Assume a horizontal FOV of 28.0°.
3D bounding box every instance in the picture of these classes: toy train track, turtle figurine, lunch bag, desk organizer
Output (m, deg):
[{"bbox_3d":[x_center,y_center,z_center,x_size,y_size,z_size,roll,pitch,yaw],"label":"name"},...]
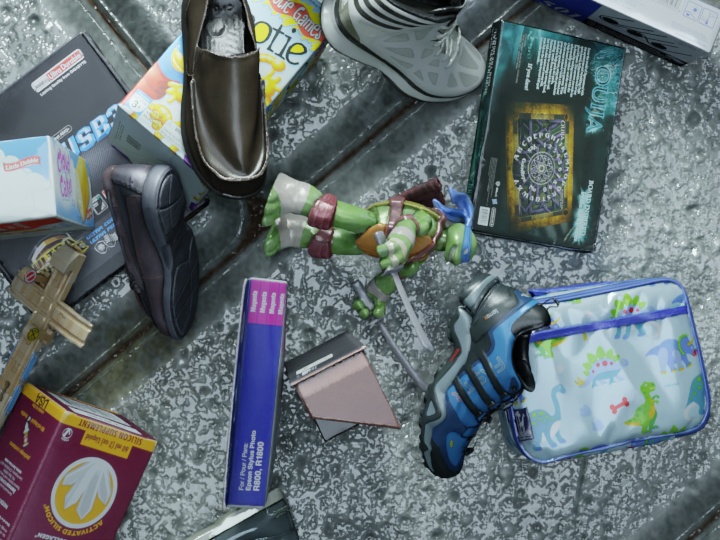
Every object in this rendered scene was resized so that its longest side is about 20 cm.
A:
[{"bbox_3d":[-0.306,0.069,1.290,0.114,0.032,0.201,30,96,35],"label":"toy train track"},{"bbox_3d":[0.000,0.000,1.322,0.192,0.144,0.202,16,95,7],"label":"turtle figurine"},{"bbox_3d":[0.223,0.091,1.370,0.198,0.082,0.163,-8,87,-4],"label":"lunch bag"},{"bbox_3d":[-0.018,0.110,1.296,0.071,0.200,0.078,-26,93,-3],"label":"desk organizer"}]

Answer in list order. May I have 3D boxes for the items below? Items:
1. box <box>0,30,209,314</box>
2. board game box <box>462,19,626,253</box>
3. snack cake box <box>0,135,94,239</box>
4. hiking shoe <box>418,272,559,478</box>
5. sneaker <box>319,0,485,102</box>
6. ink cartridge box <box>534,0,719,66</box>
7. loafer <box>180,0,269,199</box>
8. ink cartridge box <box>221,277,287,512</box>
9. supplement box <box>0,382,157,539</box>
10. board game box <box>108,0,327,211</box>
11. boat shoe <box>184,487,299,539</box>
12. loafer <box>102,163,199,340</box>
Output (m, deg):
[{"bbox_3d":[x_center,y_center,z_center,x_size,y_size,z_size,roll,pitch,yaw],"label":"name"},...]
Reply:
[{"bbox_3d":[-0.277,-0.086,1.359,0.199,0.050,0.199,-36,93,-4],"label":"box"},{"bbox_3d":[0.176,-0.126,1.380,0.134,0.028,0.202,10,89,-17],"label":"board game box"},{"bbox_3d":[-0.301,-0.065,1.233,0.114,0.200,0.068,-5,89,-2],"label":"snack cake box"},{"bbox_3d":[0.111,0.107,1.306,0.086,0.074,0.202,22,112,21],"label":"hiking shoe"},{"bbox_3d":[0.070,-0.209,1.304,0.199,0.115,0.077,16,72,-43],"label":"sneaker"},{"bbox_3d":[0.236,-0.257,1.365,0.198,0.094,0.045,24,89,-3],"label":"ink cartridge box"},{"bbox_3d":[-0.117,-0.160,1.219,0.072,0.071,0.202,-8,79,-17],"label":"loafer"},{"bbox_3d":[-0.091,0.106,1.291,0.043,0.200,0.199,6,90,-3],"label":"ink cartridge box"},{"bbox_3d":[-0.285,0.219,1.314,0.110,0.085,0.202,25,88,-41],"label":"supplement box"},{"bbox_3d":[-0.124,-0.172,1.313,0.103,0.105,0.201,38,71,-3],"label":"board game box"},{"bbox_3d":[-0.148,0.279,1.351,0.199,0.073,0.062,-31,88,-8],"label":"boat shoe"},{"bbox_3d":[-0.190,-0.021,1.315,0.062,0.201,0.072,12,47,14],"label":"loafer"}]
